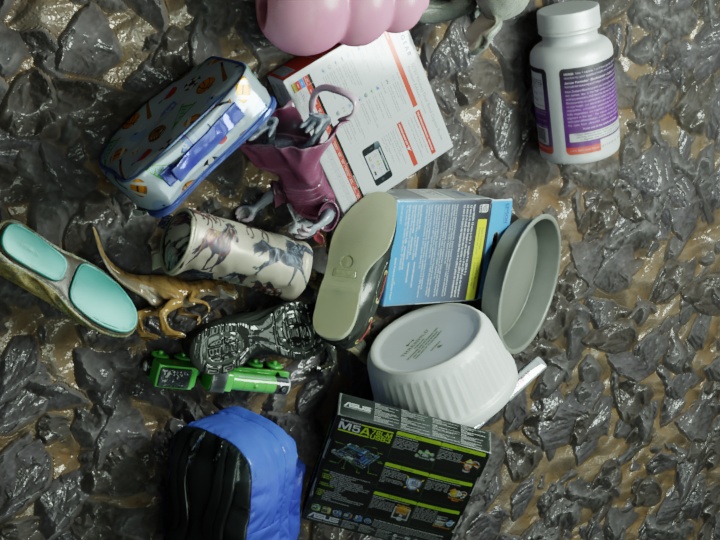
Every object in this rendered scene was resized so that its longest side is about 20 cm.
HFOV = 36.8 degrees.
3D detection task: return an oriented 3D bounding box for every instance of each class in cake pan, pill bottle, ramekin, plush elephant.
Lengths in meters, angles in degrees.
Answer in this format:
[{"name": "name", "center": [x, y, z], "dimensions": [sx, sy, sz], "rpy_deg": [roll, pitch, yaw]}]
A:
[{"name": "cake pan", "center": [0.224, 0.016, 1.511], "dimensions": [0.200, 0.037, 0.201], "rpy_deg": [-34, 132, -49]}, {"name": "pill bottle", "center": [0.287, -0.254, 1.459], "dimensions": [0.111, 0.111, 0.201], "rpy_deg": [-21, 116, -22]}, {"name": "ramekin", "center": [0.100, 0.125, 1.425], "dimensions": [0.202, 0.202, 0.095], "rpy_deg": [-31, 118, -18]}, {"name": "plush elephant", "center": [0.140, -0.356, 1.311], "dimensions": [0.200, 0.155, 0.165], "rpy_deg": [33, 89, -33]}]

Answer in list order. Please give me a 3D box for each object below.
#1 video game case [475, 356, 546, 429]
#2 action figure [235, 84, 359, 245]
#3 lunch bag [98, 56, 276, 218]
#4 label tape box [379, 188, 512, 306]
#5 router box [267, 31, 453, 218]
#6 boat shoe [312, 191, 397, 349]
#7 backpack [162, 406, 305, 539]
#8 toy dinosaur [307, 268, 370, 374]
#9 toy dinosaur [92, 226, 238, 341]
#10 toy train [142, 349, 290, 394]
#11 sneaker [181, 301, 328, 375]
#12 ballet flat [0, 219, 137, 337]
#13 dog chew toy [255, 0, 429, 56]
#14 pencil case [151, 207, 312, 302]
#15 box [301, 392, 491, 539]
[{"name": "video game case", "center": [0.154, 0.208, 1.491], "dimensions": [0.182, 0.200, 0.023], "rpy_deg": [-37, 81, -28]}, {"name": "action figure", "center": [-0.071, -0.113, 1.293], "dimensions": [0.149, 0.134, 0.200], "rpy_deg": [-50, 146, -22]}, {"name": "lunch bag", "center": [-0.192, -0.146, 1.189], "dimensions": [0.200, 0.160, 0.076], "rpy_deg": [-47, 123, -9]}, {"name": "label tape box", "center": [0.103, -0.034, 1.457], "dimensions": [0.199, 0.066, 0.144], "rpy_deg": [-4, 108, -35]}, {"name": "router box", "center": [0.004, -0.197, 1.352], "dimensions": [0.179, 0.049, 0.201], "rpy_deg": [-34, 120, -16]}, {"name": "boat shoe", "center": [-0.003, -0.001, 1.341], "dimensions": [0.063, 0.073, 0.202], "rpy_deg": [51, 55, -64]}, {"name": "backpack", "center": [-0.157, 0.272, 1.359], "dimensions": [0.168, 0.162, 0.201], "rpy_deg": [-23, 121, -54]}, {"name": "toy dinosaur", "center": [-0.034, 0.090, 1.432], "dimensions": [0.088, 0.047, 0.200], "rpy_deg": [-44, 126, -18]}, {"name": "toy dinosaur", "center": [-0.245, 0.027, 1.291], "dimensions": [0.199, 0.060, 0.107], "rpy_deg": [14, 70, -36]}, {"name": "toy train", "center": [-0.174, 0.132, 1.356], "dimensions": [0.199, 0.056, 0.042], "rpy_deg": [9, 102, -31]}, {"name": "sneaker", "center": [-0.129, 0.075, 1.342], "dimensions": [0.199, 0.091, 0.076], "rpy_deg": [-6, 99, -28]}, {"name": "ballet flat", "center": [-0.339, 0.013, 1.217], "dimensions": [0.200, 0.071, 0.071], "rpy_deg": [39, 85, -33]}, {"name": "dog chew toy", "center": [-0.018, -0.311, 1.244], "dimensions": [0.199, 0.125, 0.125], "rpy_deg": [-5, 109, -18]}, {"name": "pencil case", "center": [-0.147, -0.016, 1.296], "dimensions": [0.199, 0.089, 0.078], "rpy_deg": [16, 62, -41]}, {"name": "box", "center": [0.042, 0.260, 1.370], "dimensions": [0.199, 0.048, 0.194], "rpy_deg": [14, 121, -4]}]
